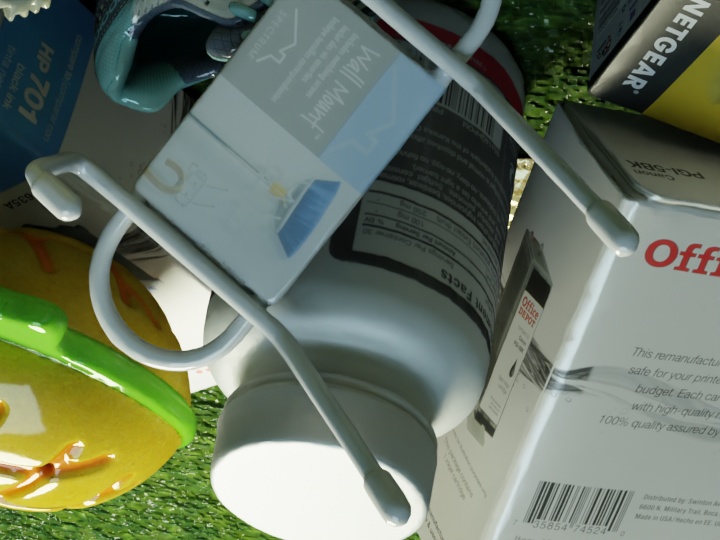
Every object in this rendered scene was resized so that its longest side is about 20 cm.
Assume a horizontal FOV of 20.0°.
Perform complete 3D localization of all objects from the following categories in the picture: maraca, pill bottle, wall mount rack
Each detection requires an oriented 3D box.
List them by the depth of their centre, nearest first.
[{"bbox_3d":[-0.009,-0.024,0.678,0.174,0.075,0.200,40,105,4],"label":"wall mount rack"},{"bbox_3d":[-0.137,0.032,0.789,0.136,0.108,0.200,9,162,20],"label":"maraca"},{"bbox_3d":[0.000,0.000,0.790,0.110,0.201,0.111,8,146,5],"label":"pill bottle"}]

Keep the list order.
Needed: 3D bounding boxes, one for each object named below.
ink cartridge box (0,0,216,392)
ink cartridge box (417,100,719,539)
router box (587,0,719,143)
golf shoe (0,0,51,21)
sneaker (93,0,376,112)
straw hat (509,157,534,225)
[{"bbox_3d":[-0.133,-0.026,0.890,0.146,0.086,0.200,-20,134,36],"label":"ink cartridge box"},{"bbox_3d":[0.122,0.044,0.831,0.146,0.083,0.201,9,118,-23],"label":"ink cartridge box"},{"bbox_3d":[0.193,-0.109,0.714,0.156,0.052,0.200,18,145,-12],"label":"router box"},{"bbox_3d":[-0.089,-0.153,0.615,0.078,0.200,0.098,30,136,7],"label":"golf shoe"},{"bbox_3d":[-0.015,-0.106,0.743,0.199,0.087,0.078,-17,137,33],"label":"sneaker"},{"bbox_3d":[0.089,0.044,0.931,0.200,0.086,0.202,6,145,5],"label":"straw hat"}]
